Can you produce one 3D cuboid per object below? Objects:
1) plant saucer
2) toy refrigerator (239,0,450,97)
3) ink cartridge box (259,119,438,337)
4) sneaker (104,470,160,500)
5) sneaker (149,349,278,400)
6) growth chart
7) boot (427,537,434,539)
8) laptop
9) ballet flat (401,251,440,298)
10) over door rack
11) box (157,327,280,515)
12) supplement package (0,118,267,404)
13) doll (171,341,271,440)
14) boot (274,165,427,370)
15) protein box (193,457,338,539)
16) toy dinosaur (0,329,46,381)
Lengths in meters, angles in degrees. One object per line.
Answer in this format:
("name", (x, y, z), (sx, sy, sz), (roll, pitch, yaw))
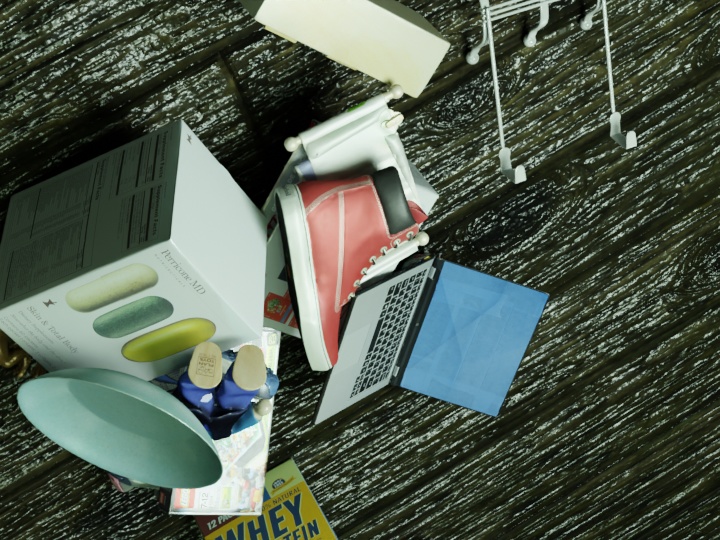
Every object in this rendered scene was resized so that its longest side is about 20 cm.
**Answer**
("plant saucer", (-0.212, 0.134, 1.317), (0.199, 0.039, 0.202), (14, 150, 9))
("toy refrigerator", (-0.019, -0.236, 1.363), (0.199, 0.076, 0.070), (21, 111, -36))
("ink cartridge box", (-0.049, -0.039, 1.476), (0.174, 0.084, 0.201), (20, 111, -34))
("sneaker", (-0.254, 0.194, 1.538), (0.199, 0.070, 0.082), (30, 101, -37))
("sneaker", (-0.172, 0.114, 1.452), (0.077, 0.198, 0.086), (11, 89, -64))
("growth chart", (-0.006, -0.069, 1.412), (0.143, 0.018, 0.202), (-22, 127, -10))
("boot", (0.037, 0.413, 1.775), (0.174, 0.200, 0.069), (-37, 105, 9))
("laptop", (0.072, 0.093, 1.540), (0.199, 0.116, 0.189), (-25, 144, -42))
("ballet flat", (0.103, 0.061, 1.633), (0.076, 0.064, 0.200), (-43, 131, -7))
("over door rack", (0.189, -0.206, 1.484), (0.146, 0.067, 0.202), (-18, 107, -15))
("box", (-0.148, 0.155, 1.534), (0.109, 0.035, 0.203), (5, 93, -30))
("supplement package", (-0.208, -0.005, 1.330), (0.198, 0.152, 0.152), (-21, 134, 21))
("doll", (-0.146, 0.124, 1.352), (0.135, 0.049, 0.200), (5, 153, -14))
("boot", (0.000, 0.000, 1.402), (0.143, 0.073, 0.202), (-11, 121, -11))
("protein box", (-0.071, 0.368, 1.667), (0.134, 0.199, 0.201), (-29, 130, -7))
("toy dinosaur", (-0.351, 0.065, 1.408), (0.200, 0.061, 0.106), (-47, 129, 9))
